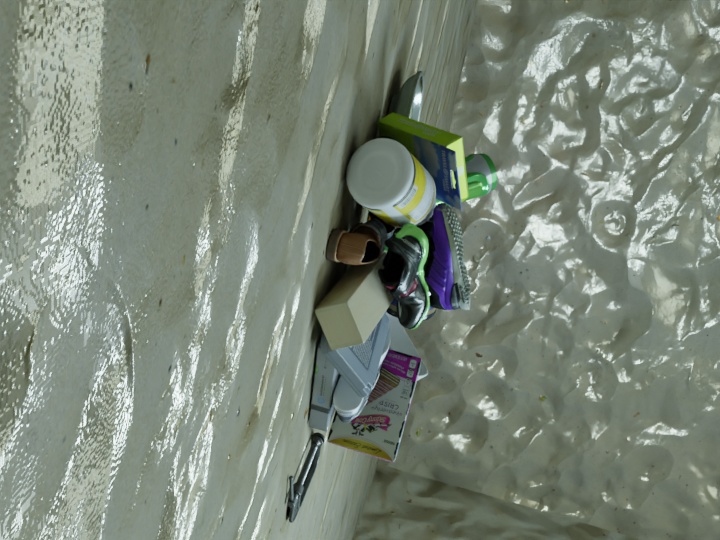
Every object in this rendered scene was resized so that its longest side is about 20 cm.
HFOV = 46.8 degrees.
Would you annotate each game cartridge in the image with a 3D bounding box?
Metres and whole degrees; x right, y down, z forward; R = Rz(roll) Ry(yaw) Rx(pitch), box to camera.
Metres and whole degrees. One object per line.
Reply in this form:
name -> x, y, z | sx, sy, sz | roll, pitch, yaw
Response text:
game cartridge -> -0.009, 0.105, 1.448 | 0.133, 0.041, 0.201 | 49, 34, -23

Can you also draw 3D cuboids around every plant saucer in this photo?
plant saucer -> 0.082, -0.289, 1.618 | 0.200, 0.050, 0.203 | 12, 90, -82

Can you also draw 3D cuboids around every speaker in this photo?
speaker -> 0.158, -0.160, 1.584 | 0.089, 0.198, 0.088 | 71, -18, 0

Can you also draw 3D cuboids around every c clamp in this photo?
c clamp -> -0.102, 0.387, 1.584 | 0.201, 0.027, 0.172 | -64, 166, -56

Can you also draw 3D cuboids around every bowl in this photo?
bowl -> 0.055, 0.165, 1.826 | 0.074, 0.201, 0.200 | -34, 164, 11

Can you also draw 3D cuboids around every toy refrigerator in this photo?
toy refrigerator -> -0.004, 0.048, 1.392 | 0.077, 0.069, 0.200 | 67, 28, -17

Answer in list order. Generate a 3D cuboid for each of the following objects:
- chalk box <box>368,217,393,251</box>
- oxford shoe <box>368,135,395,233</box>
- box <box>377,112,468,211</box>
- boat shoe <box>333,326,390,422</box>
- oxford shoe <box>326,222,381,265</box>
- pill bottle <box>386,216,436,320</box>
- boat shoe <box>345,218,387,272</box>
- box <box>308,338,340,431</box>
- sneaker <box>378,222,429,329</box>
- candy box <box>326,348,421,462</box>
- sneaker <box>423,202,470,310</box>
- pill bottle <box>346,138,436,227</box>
chalk box -> 0.082, -0.101, 1.713 | 0.124, 0.122, 0.202 | -55, 158, -74
oxford shoe -> 0.031, -0.136, 1.494 | 0.201, 0.072, 0.085 | 84, 26, -43
box -> 0.116, -0.192, 1.453 | 0.047, 0.199, 0.123 | -33, 130, -26
boat shoe -> 0.004, 0.186, 1.535 | 0.068, 0.071, 0.201 | 89, 18, -56
oxford shoe -> 0.006, -0.035, 1.376 | 0.200, 0.071, 0.072 | -26, 129, -73
pill bottle -> 0.104, -0.017, 1.530 | 0.112, 0.111, 0.202 | -62, 164, -62
boat shoe -> 0.000, 0.000, 1.544 | 0.070, 0.071, 0.201 | -32, 147, -39
box -> -0.049, 0.170, 1.531 | 0.157, 0.041, 0.202 | -68, 170, -52
sneaker -> 0.067, 0.014, 1.388 | 0.083, 0.077, 0.202 | -24, 128, -24
candy box -> 0.028, 0.249, 1.588 | 0.061, 0.135, 0.202 | 71, 34, -77
sneaker -> 0.129, -0.016, 1.430 | 0.070, 0.098, 0.202 | -66, 147, -60
pill bottle -> 0.059, -0.133, 1.357 | 0.200, 0.111, 0.113 | 27, 76, -68
